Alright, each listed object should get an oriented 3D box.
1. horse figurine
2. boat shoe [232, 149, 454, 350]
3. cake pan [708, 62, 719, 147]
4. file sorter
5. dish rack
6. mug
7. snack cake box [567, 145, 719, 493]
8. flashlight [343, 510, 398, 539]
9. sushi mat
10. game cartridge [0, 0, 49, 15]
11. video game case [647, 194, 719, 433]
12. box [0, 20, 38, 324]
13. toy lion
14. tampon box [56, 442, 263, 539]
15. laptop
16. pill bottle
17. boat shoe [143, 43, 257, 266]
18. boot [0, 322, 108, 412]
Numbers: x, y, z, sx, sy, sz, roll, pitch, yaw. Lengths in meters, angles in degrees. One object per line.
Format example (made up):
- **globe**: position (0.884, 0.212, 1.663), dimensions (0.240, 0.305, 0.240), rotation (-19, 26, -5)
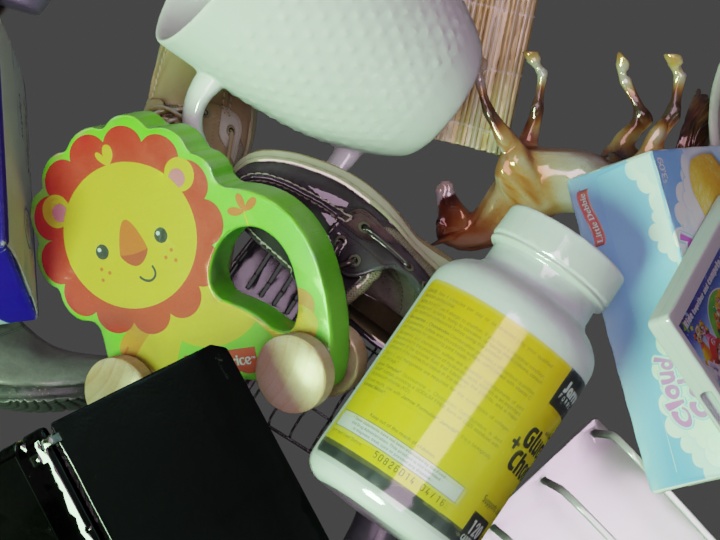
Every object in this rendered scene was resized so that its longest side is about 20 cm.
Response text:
- **horse figurine**: position (0.147, -0.078, 1.379), dimensions (0.200, 0.050, 0.133), rotation (-1, 99, -8)
- **boat shoe**: position (0.000, 0.000, 1.294), dimensions (0.200, 0.065, 0.072), rotation (37, 124, -10)
- **cake pan**: position (0.323, -0.094, 1.383), dimensions (0.200, 0.037, 0.200), rotation (1, 86, -8)
- **file sorter**: position (0.131, 0.212, 1.326), dimensions (0.200, 0.125, 0.139), rotation (-43, 88, -4)
- **dish rack**: position (-0.007, 0.058, 1.369), dimensions (0.200, 0.055, 0.153), rotation (33, 85, 2)
- **mug**: position (-0.031, -0.135, 1.323), dimensions (0.175, 0.148, 0.200), rotation (34, 90, -19)
- **snack cake box**: position (0.208, 0.027, 1.290), dimensions (0.067, 0.115, 0.200), rotation (-19, 83, 37)
- **flashlight**: position (0.002, 0.184, 1.305), dimensions (0.068, 0.068, 0.200), rotation (25, 91, -36)
- **sushi mat**: position (0.072, -0.183, 1.407), dimensions (0.096, 0.012, 0.200), rotation (12, 86, 1)
- **game cartridge**: position (-0.271, -0.266, 1.397), dimensions (0.200, 0.040, 0.133), rotation (34, 90, 2)
- **video game case**: position (0.251, 0.068, 1.249), dimensions (0.018, 0.143, 0.200), rotation (-22, 110, 39)
- **box**: position (-0.312, -0.056, 1.312), dimensions (0.200, 0.105, 0.184), rotation (-8, 61, -1)
- **toy lion**: position (-0.108, -0.005, 1.281), dimensions (0.200, 0.069, 0.192), rotation (-7, 96, 27)
- **tampon box**: position (-0.127, 0.169, 1.285), dimensions (0.150, 0.200, 0.126), rotation (-1, 86, -2)
- **laptop**: position (-0.136, 0.168, 1.181), dimensions (0.200, 0.103, 0.177), rotation (-30, 85, 23)
- **pill bottle**: position (0.067, 0.065, 1.223), dimensions (0.112, 0.112, 0.200), rotation (35, 83, 1)
- **boat shoe**: position (-0.113, -0.081, 1.362), dimensions (0.072, 0.065, 0.200), rotation (3, 83, 15)
- **boot**: position (-0.239, 0.025, 1.363), dimensions (0.200, 0.070, 0.132), rotation (1, 80, -6)
